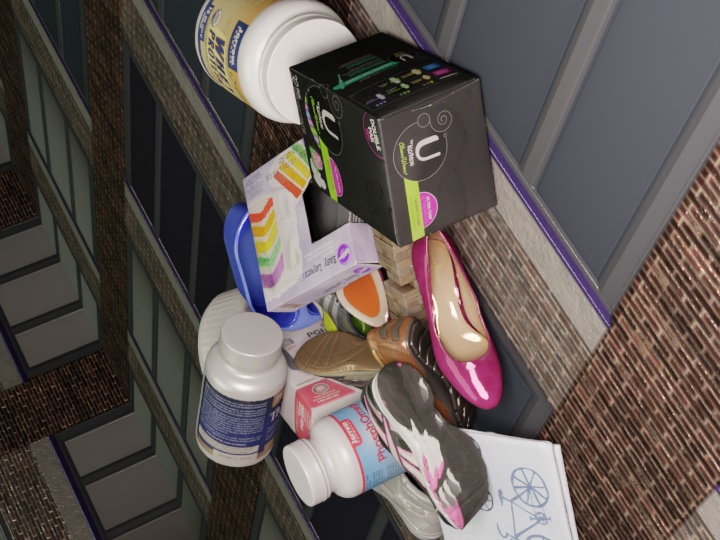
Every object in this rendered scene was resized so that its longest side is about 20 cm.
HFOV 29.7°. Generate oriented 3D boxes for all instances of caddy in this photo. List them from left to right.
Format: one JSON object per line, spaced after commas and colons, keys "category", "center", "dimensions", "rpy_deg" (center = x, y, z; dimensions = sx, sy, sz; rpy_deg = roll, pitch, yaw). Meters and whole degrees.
{"category": "caddy", "center": [-0.106, -0.017, 1.862], "dimensions": [0.105, 0.140, 0.202], "rpy_deg": [34, 142, 61]}

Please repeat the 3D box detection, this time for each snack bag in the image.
{"category": "snack bag", "center": [0.158, 0.263, 1.555], "dimensions": [0.199, 0.021, 0.190], "rpy_deg": [4, 119, 40]}

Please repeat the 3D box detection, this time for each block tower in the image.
{"category": "block tower", "center": [0.058, 0.001, 1.594], "dimensions": [0.054, 0.057, 0.202], "rpy_deg": [32, 141, 57]}

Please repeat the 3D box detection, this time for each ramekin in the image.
{"category": "ramekin", "center": [-0.165, 0.117, 2.048], "dimensions": [0.093, 0.202, 0.204], "rpy_deg": [-7, 109, 26]}

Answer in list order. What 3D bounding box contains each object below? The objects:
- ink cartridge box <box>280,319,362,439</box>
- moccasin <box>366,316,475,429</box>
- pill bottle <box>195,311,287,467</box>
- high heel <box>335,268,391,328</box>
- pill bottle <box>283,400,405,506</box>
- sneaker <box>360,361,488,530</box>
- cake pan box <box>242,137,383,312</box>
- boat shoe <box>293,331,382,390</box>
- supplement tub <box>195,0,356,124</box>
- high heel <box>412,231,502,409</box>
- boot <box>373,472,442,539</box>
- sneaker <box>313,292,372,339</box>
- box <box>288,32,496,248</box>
{"category": "ink cartridge box", "center": [-0.054, 0.142, 1.883], "dimensions": [0.200, 0.145, 0.085], "rpy_deg": [44, 143, 46]}
{"category": "moccasin", "center": [0.073, 0.132, 1.584], "dimensions": [0.077, 0.074, 0.201], "rpy_deg": [-9, 142, 33]}
{"category": "pill bottle", "center": [-0.155, 0.156, 1.800], "dimensions": [0.111, 0.110, 0.201], "rpy_deg": [51, 143, 37]}
{"category": "high heel", "center": [0.000, 0.000, 1.733], "dimensions": [0.096, 0.067, 0.201], "rpy_deg": [31, -153, -58]}
{"category": "pill bottle", "center": [0.007, 0.222, 1.737], "dimensions": [0.109, 0.199, 0.109], "rpy_deg": [50, 154, 37]}
{"category": "sneaker", "center": [0.069, 0.197, 1.535], "dimensions": [0.201, 0.080, 0.086], "rpy_deg": [62, 151, 1]}
{"category": "cake pan box", "center": [-0.060, -0.064, 1.683], "dimensions": [0.199, 0.052, 0.186], "rpy_deg": [-26, 72, 46]}
{"category": "boat shoe", "center": [-0.001, 0.123, 1.769], "dimensions": [0.199, 0.072, 0.065], "rpy_deg": [-4, 135, 39]}
{"category": "supplement tub", "center": [-0.096, -0.257, 1.591], "dimensions": [0.200, 0.143, 0.146], "rpy_deg": [38, 145, 53]}
{"category": "high heel", "center": [0.104, 0.051, 1.480], "dimensions": [0.096, 0.067, 0.201], "rpy_deg": [86, 160, -66]}
{"category": "boot", "center": [0.056, 0.273, 1.871], "dimensions": [0.200, 0.073, 0.096], "rpy_deg": [42, 143, 33]}
{"category": "sneaker", "center": [-0.033, 0.023, 1.800], "dimensions": [0.200, 0.074, 0.081], "rpy_deg": [52, 151, -19]}
{"category": "box", "center": [0.032, -0.141, 1.416], "dimensions": [0.200, 0.123, 0.150], "rpy_deg": [38, 146, 52]}
